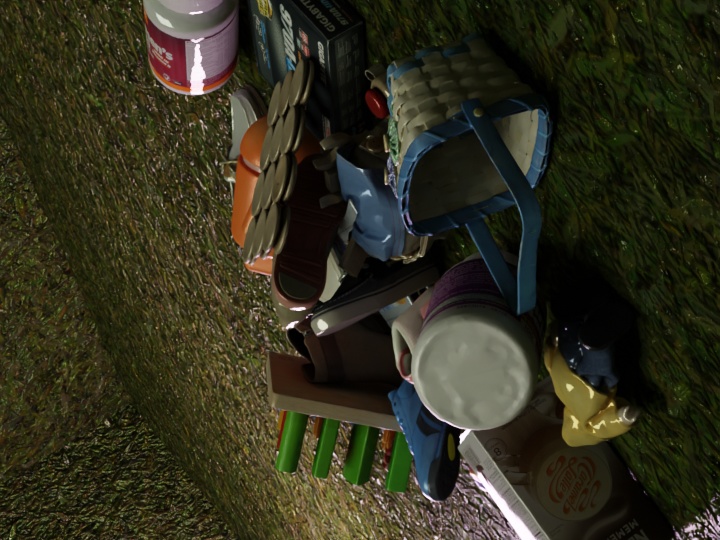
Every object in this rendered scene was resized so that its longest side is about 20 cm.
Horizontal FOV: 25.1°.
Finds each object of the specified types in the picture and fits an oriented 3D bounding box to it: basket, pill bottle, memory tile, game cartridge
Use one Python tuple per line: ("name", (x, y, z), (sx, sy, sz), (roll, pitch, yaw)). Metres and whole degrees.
("basket", (0.098, -0.078, 1.350), (0.201, 0.138, 0.177), (59, 166, 29))
("pill bottle", (0.112, 0.053, 1.466), (0.113, 0.112, 0.200), (63, -162, -16))
("memory tile", (-0.083, -0.108, 1.650), (0.153, 0.017, 0.201), (154, 127, -72))
("pill bottle", (-0.194, -0.295, 1.857), (0.110, 0.109, 0.200), (53, 163, 17))
("game cartridge", (0.027, -0.006, 1.862), (0.201, 0.041, 0.133), (59, 159, -1))

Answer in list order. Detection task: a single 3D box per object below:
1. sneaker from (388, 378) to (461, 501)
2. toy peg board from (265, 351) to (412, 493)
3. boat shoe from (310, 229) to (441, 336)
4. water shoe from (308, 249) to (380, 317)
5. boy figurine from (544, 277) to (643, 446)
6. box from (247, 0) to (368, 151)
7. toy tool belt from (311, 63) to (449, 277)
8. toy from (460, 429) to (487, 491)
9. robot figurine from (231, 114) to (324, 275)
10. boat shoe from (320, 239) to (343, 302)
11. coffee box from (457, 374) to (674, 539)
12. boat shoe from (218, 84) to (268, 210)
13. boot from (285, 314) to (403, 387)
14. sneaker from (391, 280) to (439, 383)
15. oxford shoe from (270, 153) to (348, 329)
("sneaker", (0.070, 0.173, 1.799), (0.066, 0.078, 0.201), (69, -160, -45))
("toy peg board", (-0.021, 0.184, 1.934), (0.199, 0.199, 0.098), (-115, 37, -78))
("boat shoe", (0.000, 0.000, 1.703), (0.074, 0.200, 0.093), (-28, 87, 37))
("water shoe", (-0.044, 0.023, 2.036), (0.200, 0.079, 0.072), (55, 163, 13))
("boy figurine", (0.213, 0.101, 1.465), (0.124, 0.064, 0.201), (47, 161, 37))
("box", (-0.056, -0.232, 1.681), (0.159, 0.046, 0.200), (49, 161, 26))
("toy tool belt", (0.013, -0.091, 1.596), (0.125, 0.123, 0.201), (41, 156, 44))
("toy", (0.156, 0.221, 1.789), (0.115, 0.047, 0.200), (34, 161, 4))
("robot figurine", (-0.086, -0.091, 1.834), (0.117, 0.143, 0.201), (36, 127, 45))
("boat shoe", (-0.049, -0.035, 1.952), (0.200, 0.061, 0.073), (54, 133, 38))
("coffee box", (0.203, 0.219, 1.615), (0.200, 0.114, 0.080), (54, 162, 12))
("boat shoe", (-0.138, -0.128, 2.019), (0.075, 0.068, 0.201), (29, 135, 62))
("boot", (0.006, 0.111, 1.919), (0.200, 0.145, 0.071), (43, 132, 47))
("sneaker", (0.099, 0.115, 1.750), (0.075, 0.104, 0.201), (16, 137, 63))
("oxford shoe", (-0.060, -0.033, 1.675), (0.070, 0.201, 0.074), (17, 145, -3))
